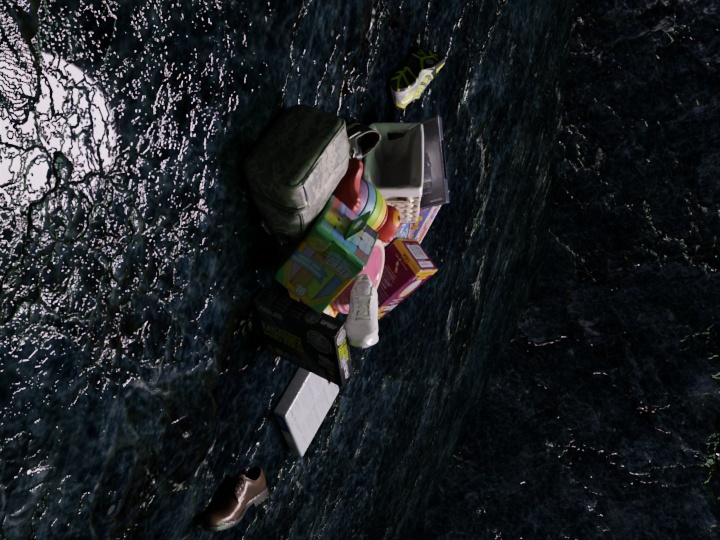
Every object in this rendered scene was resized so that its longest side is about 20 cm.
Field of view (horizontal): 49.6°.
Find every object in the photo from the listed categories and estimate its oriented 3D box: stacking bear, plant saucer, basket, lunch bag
[{"bbox_3d":[0.012,-0.126,1.622,0.199,0.112,0.124,31,54,-46],"label":"stacking bear"},{"bbox_3d":[0.000,0.000,1.716,0.201,0.050,0.204,-47,145,-48],"label":"plant saucer"},{"bbox_3d":[0.076,-0.217,1.751,0.125,0.132,0.204,84,9,-55],"label":"basket"},{"bbox_3d":[-0.109,-0.172,1.422,0.202,0.137,0.169,-58,153,-28],"label":"lunch bag"}]

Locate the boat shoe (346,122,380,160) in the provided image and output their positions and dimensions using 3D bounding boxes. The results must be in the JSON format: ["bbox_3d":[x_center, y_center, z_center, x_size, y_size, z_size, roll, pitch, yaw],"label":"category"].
[{"bbox_3d":[-0.030,-0.250,1.640,0.200,0.067,0.073,-44,146,-40],"label":"boat shoe"}]

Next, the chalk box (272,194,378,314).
[{"bbox_3d":[-0.053,-0.043,1.464,0.200,0.123,0.125,-46,-169,34],"label":"chalk box"}]

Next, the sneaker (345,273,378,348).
[{"bbox_3d":[-0.001,0.081,1.580,0.201,0.073,0.102,-88,175,-62],"label":"sneaker"}]

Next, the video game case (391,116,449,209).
[{"bbox_3d":[0.140,-0.248,1.851,0.019,0.141,0.206,2,80,-50],"label":"video game case"}]

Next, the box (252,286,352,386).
[{"bbox_3d":[-0.114,0.133,1.557,0.044,0.197,0.162,-51,151,-34],"label":"box"}]

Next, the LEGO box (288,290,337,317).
[{"bbox_3d":[-0.088,0.008,1.682,0.150,0.076,0.202,-58,154,-31],"label":"LEGO box"}]

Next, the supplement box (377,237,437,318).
[{"bbox_3d":[0.072,0.022,1.916,0.199,0.104,0.130,-41,166,20],"label":"supplement box"}]

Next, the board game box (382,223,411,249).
[{"bbox_3d":[0.076,-0.080,1.861,0.102,0.020,0.201,-34,165,-11],"label":"board game box"}]

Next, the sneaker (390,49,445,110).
[{"bbox_3d":[0.132,-0.461,1.866,0.200,0.075,0.077,-43,153,-32],"label":"sneaker"}]

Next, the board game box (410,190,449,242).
[{"bbox_3d":[0.157,-0.128,2.095,0.203,0.044,0.134,-62,169,25],"label":"board game box"}]

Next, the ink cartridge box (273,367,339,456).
[{"bbox_3d":[-0.126,0.311,1.867,0.202,0.042,0.199,-60,153,-32],"label":"ink cartridge box"}]

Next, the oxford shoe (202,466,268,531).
[{"bbox_3d":[-0.269,0.476,1.641,0.199,0.071,0.087,-33,121,-60],"label":"oxford shoe"}]
